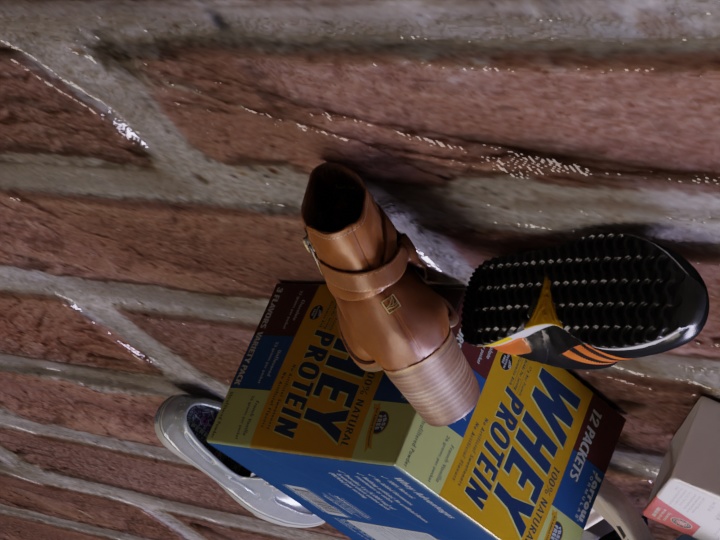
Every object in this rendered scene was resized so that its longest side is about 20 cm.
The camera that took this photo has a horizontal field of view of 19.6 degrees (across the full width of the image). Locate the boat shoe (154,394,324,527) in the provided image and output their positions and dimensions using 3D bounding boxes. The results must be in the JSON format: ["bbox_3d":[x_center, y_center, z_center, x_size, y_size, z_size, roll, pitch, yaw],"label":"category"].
[{"bbox_3d":[-0.097,0.179,1.923,0.201,0.070,0.071,34,162,-21],"label":"boat shoe"}]

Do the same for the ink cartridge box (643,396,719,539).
[{"bbox_3d":[0.307,0.167,1.436,0.200,0.068,0.117,23,161,5],"label":"ink cartridge box"}]

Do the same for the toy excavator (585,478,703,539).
[{"bbox_3d":[0.224,0.222,1.534,0.200,0.100,0.194,61,169,1],"label":"toy excavator"}]

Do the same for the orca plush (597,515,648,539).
[{"bbox_3d":[0.244,0.286,1.598,0.105,0.200,0.071,-17,169,4],"label":"orca plush"}]

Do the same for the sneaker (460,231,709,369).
[{"bbox_3d":[0.151,0.024,1.253,0.090,0.070,0.200,17,167,-34],"label":"sneaker"}]

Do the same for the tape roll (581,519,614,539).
[{"bbox_3d":[0.126,0.262,1.717,0.200,0.066,0.201,-1,123,-2],"label":"tape roll"}]

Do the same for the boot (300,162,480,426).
[{"bbox_3d":[0.000,0.000,1.321,0.155,0.077,0.200,58,-177,-26],"label":"boot"}]

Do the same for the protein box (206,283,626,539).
[{"bbox_3d":[0.041,0.116,1.497,0.200,0.135,0.198,1,151,47],"label":"protein box"}]
